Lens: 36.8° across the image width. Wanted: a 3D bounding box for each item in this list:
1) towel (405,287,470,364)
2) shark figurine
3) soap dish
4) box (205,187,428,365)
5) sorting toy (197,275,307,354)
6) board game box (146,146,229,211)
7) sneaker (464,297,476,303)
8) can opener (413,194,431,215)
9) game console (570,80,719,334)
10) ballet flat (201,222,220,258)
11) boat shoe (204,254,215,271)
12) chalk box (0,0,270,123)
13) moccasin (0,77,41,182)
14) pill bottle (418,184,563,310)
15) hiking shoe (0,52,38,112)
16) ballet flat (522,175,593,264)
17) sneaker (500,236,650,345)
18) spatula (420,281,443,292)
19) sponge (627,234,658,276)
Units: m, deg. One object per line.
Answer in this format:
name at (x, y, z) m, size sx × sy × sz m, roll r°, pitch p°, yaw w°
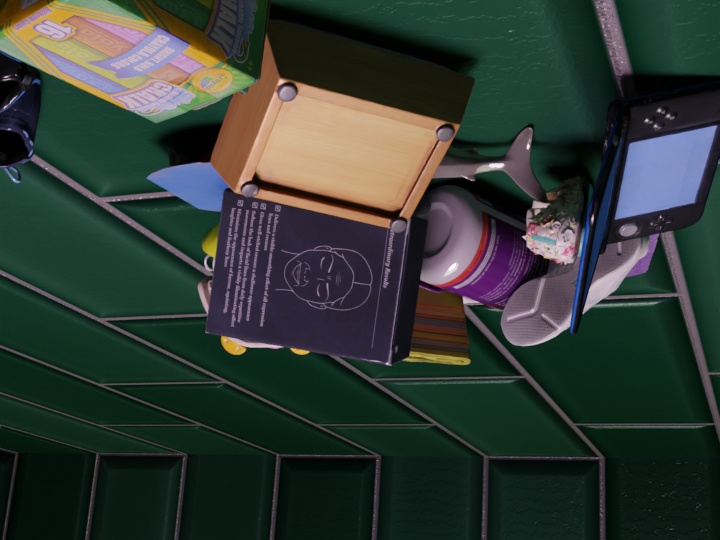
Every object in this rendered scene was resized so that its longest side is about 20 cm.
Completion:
towel at (0.081, 0.025, 1.283) m, size 0.085 × 0.202 × 0.018 m, roll 8°, pitch 139°, yaw -12°
shark figurine at (0.070, -0.099, 1.075) m, size 0.212 × 0.091 × 0.128 m, roll 13°, pitch 162°, yaw -20°
soap dish at (-0.016, -0.120, 0.944) m, size 0.198 × 0.082 × 0.158 m, roll 11°, pitch 132°, yaw -20°
box at (-0.043, 0.004, 1.111) m, size 0.197 × 0.151 × 0.107 m, roll 9°, pitch -178°, yaw 14°
sorting toy at (-0.110, 0.051, 1.568) m, size 0.197 × 0.108 × 0.180 m, roll -1°, pitch -172°, yaw 13°
board game box at (-0.132, -0.106, 1.175) m, size 0.156 × 0.040 × 0.200 m, roll -3°, pitch 168°, yaw 17°
sneaker at (0.130, 0.018, 1.438) m, size 0.198 × 0.076 × 0.099 m, roll -1°, pitch -179°, yaw 39°
can opener at (-0.003, -0.103, 1.118) m, size 0.066 × 0.054 × 0.199 m, roll 7°, pitch 169°, yaw 45°
game console at (0.265, -0.053, 0.992) m, size 0.168 × 0.119 × 0.201 m, roll -11°, pitch 145°, yaw -3°
ballet flat at (-0.104, -0.039, 1.226) m, size 0.198 × 0.067 × 0.067 m, roll 13°, pitch 147°, yaw 28°
boat shoe at (-0.155, -0.010, 1.383) m, size 0.085 × 0.076 × 0.202 m, roll 17°, pitch -175°, yaw 4°
chalk box at (-0.142, -0.192, 0.769) m, size 0.123 × 0.126 × 0.199 m, roll -12°, pitch 157°, yaw 41°
moccasin at (-0.364, -0.135, 1.077) m, size 0.079 × 0.069 × 0.200 m, roll 9°, pitch 163°, yaw -16°
pill bottle at (0.149, -0.019, 1.258) m, size 0.199 × 0.114 × 0.112 m, roll 20°, pitch 156°, yaw -41°
hiking shoe at (-0.333, -0.172, 0.928) m, size 0.074 × 0.088 × 0.199 m, roll 16°, pitch 158°, yaw -35°
ballet flat at (0.205, -0.059, 1.115) m, size 0.063 × 0.077 × 0.200 m, roll 8°, pitch -166°, yaw 13°
sneaker at (0.246, 0.021, 1.213) m, size 0.200 × 0.071 × 0.080 m, roll -41°, pitch 153°, yaw 22°
spatula at (0.000, 0.000, 1.255) m, size 0.197 × 0.021 × 0.057 m, roll 7°, pitch -165°, yaw 4°
sponge at (0.297, -0.030, 1.296) m, size 0.110 × 0.030 × 0.200 m, roll -11°, pitch 160°, yaw 5°
